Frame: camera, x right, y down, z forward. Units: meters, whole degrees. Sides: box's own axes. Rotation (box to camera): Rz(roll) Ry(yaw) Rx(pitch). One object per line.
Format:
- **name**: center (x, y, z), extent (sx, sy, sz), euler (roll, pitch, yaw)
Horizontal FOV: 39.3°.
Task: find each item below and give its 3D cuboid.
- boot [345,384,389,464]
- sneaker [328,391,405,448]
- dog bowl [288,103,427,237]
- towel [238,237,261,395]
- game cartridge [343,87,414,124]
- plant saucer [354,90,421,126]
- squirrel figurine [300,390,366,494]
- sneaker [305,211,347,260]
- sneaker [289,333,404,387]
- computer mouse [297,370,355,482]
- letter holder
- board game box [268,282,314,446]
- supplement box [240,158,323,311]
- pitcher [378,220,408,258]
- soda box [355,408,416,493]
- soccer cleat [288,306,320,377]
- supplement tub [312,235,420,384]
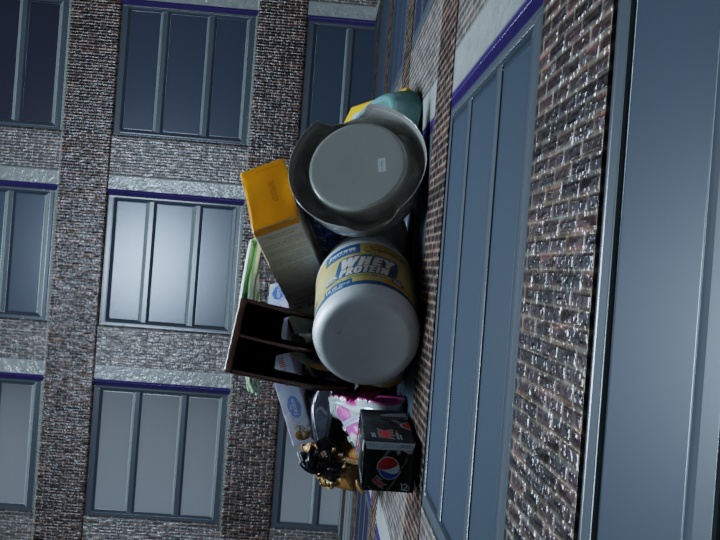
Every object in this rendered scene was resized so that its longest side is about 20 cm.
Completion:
- **boot**: center (0.021, 0.228, 1.653), extent (0.200, 0.076, 0.157), euler (-37, -50, -78)
- **sneaker**: center (0.005, 0.231, 1.517), extent (0.200, 0.080, 0.089), euler (170, 98, -71)
- **dog bowl**: center (0.000, -0.138, 1.431), extent (0.059, 0.198, 0.202), euler (66, -155, -62)
- **towel**: center (-0.160, 0.068, 1.518), extent (0.153, 0.023, 0.201), euler (-89, 0, -48)
- **game cartridge**: center (0.004, -0.215, 1.703), extent (0.200, 0.032, 0.178), euler (-5, 58, 64)
- **plant saucer**: center (0.018, -0.207, 1.594), extent (0.200, 0.036, 0.201), euler (-41, 31, 32)
- **squirrel figurine**: center (-0.044, 0.316, 1.803), extent (0.200, 0.140, 0.189), euler (-28, -60, -57)
- **sneaker**: center (-0.046, -0.064, 1.510), extent (0.077, 0.075, 0.202), euler (1, -113, -63)
- **sneaker**: center (-0.018, 0.111, 1.532), extent (0.075, 0.198, 0.089), euler (-20, -62, -61)
- **computer mouse**: center (-0.058, 0.233, 1.634), extent (0.138, 0.052, 0.202), euler (40, -120, -62)
- **letter holder**: center (-0.086, 0.108, 1.412), extent (0.200, 0.141, 0.102), euler (26, -104, -78)
- **board game box**: center (-0.115, 0.153, 1.696), extent (0.200, 0.041, 0.202), euler (-93, -10, -61)
- **supplement box**: center (-0.108, -0.048, 1.503), extent (0.201, 0.073, 0.127), euler (68, -177, -49)
- **pitcher**: center (0.000, 0.000, 1.595), extent (0.171, 0.120, 0.202), euler (-33, -45, -46)
- **soda box**: center (0.032, 0.233, 1.322), extent (0.200, 0.070, 0.064), euler (-115, 28, -85)
- **soccer cleat**: center (-0.073, 0.113, 1.651), extent (0.201, 0.068, 0.078), euler (76, -176, -55)
- **supplement tub**: center (0.007, 0.047, 1.388), extent (0.201, 0.143, 0.146), euler (-92, 7, -63)
